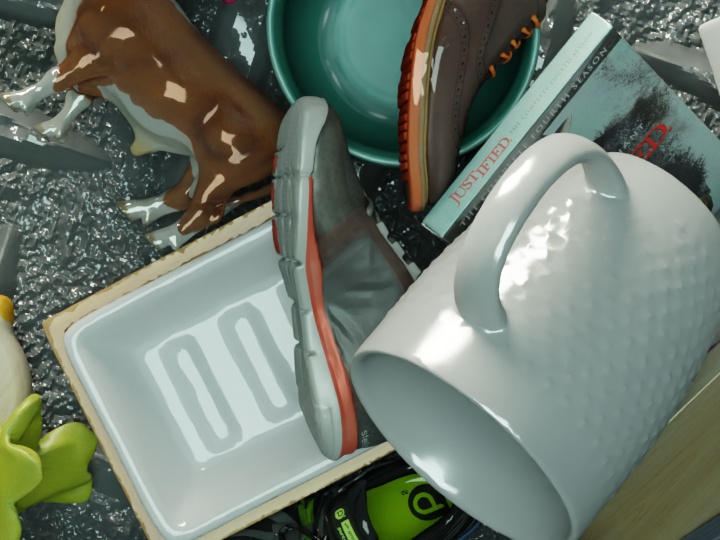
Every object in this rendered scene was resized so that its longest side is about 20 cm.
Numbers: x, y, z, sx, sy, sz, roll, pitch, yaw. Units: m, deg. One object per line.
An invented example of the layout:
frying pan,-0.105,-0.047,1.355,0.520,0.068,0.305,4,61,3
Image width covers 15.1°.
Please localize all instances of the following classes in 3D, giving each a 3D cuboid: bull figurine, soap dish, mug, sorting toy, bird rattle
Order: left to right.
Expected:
bird rattle,-0.255,0.095,1.575,0.199,0.113,0.164,-9,79,15
bull figurine,-0.126,-0.106,1.554,0.200,0.065,0.121,44,89,8
soap dish,-0.058,0.053,1.557,0.200,0.081,0.158,-27,90,2
mug,0.030,-0.119,1.534,0.152,0.114,0.186,-17,91,2
mug,0.099,0.015,1.383,0.147,0.200,0.175,28,66,32
sorting toy,0.190,0.130,1.513,0.200,0.070,0.199,-43,129,2

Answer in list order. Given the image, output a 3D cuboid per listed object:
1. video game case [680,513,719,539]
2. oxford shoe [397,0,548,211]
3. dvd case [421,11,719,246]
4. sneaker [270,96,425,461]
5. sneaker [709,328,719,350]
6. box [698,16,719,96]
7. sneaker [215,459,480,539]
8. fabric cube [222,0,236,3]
video game case,0.242,0.201,1.520,0.143,0.019,0.200,-33,125,-4
oxford shoe,0.062,-0.127,1.442,0.072,0.071,0.201,10,92,-5
dvd case,0.128,-0.041,1.504,0.146,0.200,0.022,-50,52,1
sneaker,0.000,0.000,1.481,0.082,0.077,0.201,-9,106,-10
sneaker,0.160,0.088,1.566,0.200,0.075,0.100,-30,127,-9
box,0.287,-0.089,1.474,0.106,0.200,0.153,-16,91,-17
sneaker,-0.019,0.151,1.541,0.199,0.083,0.071,-25,73,-10
fabric cube,-0.092,-0.300,1.464,0.196,0.199,0.200,-44,68,1
